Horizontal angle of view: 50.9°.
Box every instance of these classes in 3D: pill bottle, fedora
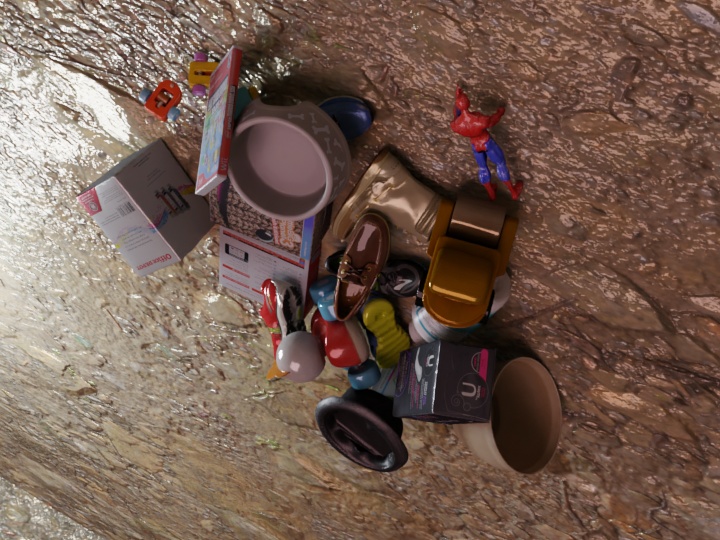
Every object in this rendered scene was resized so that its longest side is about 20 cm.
[{"bbox_3d":[0.160,0.060,1.298,0.110,0.111,0.200,37,137,-2],"label":"pill bottle"},{"bbox_3d":[0.014,0.289,1.442,0.199,0.092,0.202,18,135,19],"label":"fedora"}]

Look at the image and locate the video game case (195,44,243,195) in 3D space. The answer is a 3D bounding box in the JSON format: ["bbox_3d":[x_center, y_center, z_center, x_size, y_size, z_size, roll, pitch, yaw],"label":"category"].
[{"bbox_3d":[-0.219,-0.226,1.164,0.017,0.202,0.143,9,171,-24],"label":"video game case"}]

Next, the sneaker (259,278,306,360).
[{"bbox_3d":[-0.159,0.096,1.490,0.084,0.077,0.202,23,130,27],"label":"sneaker"}]

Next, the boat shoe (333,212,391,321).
[{"bbox_3d":[-0.001,0.000,1.259,0.071,0.068,0.201,21,122,4],"label":"boat shoe"}]

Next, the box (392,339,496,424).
[{"bbox_3d":[0.140,0.195,1.291,0.105,0.124,0.200,11,166,-14],"label":"box"}]

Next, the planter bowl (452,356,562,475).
[{"bbox_3d":[0.250,0.260,1.364,0.134,0.200,0.201,-12,120,50],"label":"planter bowl"}]

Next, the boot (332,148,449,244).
[{"bbox_3d":[0.050,-0.090,1.268,0.155,0.073,0.200,35,132,-2],"label":"boot"}]

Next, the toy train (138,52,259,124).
[{"bbox_3d":[-0.257,-0.271,1.266,0.199,0.151,0.056,29,172,0],"label":"toy train"}]

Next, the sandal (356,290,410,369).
[{"bbox_3d":[0.038,0.108,1.451,0.087,0.079,0.201,47,160,45],"label":"sandal"}]

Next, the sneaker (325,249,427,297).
[{"bbox_3d":[0.025,0.007,1.346,0.198,0.083,0.072,12,99,22],"label":"sneaker"}]

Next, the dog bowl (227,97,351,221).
[{"bbox_3d":[-0.116,-0.164,1.152,0.198,0.059,0.202,11,130,13],"label":"dog bowl"}]

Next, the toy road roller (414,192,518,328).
[{"bbox_3d":[0.157,-0.014,1.123,0.122,0.146,0.202,15,89,6],"label":"toy road roller"}]

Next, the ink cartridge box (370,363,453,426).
[{"bbox_3d":[0.128,0.234,1.469,0.198,0.104,0.060,5,130,28],"label":"ink cartridge box"}]

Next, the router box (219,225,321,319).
[{"bbox_3d":[-0.182,-0.012,1.487,0.198,0.049,0.180,24,135,12],"label":"router box"}]

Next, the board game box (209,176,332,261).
[{"bbox_3d":[-0.152,-0.134,1.311,0.198,0.097,0.160,21,140,8],"label":"board game box"}]

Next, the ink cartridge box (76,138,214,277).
[{"bbox_3d":[-0.407,-0.117,1.464,0.144,0.145,0.201,-16,117,38],"label":"ink cartridge box"}]

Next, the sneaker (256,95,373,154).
[{"bbox_3d":[-0.075,-0.216,1.198,0.198,0.089,0.079,-13,121,11],"label":"sneaker"}]

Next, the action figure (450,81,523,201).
[{"bbox_3d":[0.184,-0.200,1.105,0.065,0.100,0.200,-3,147,30],"label":"action figure"}]

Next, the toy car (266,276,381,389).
[{"bbox_3d":[-0.092,0.144,1.425,0.198,0.177,0.186,-24,110,-7],"label":"toy car"}]
